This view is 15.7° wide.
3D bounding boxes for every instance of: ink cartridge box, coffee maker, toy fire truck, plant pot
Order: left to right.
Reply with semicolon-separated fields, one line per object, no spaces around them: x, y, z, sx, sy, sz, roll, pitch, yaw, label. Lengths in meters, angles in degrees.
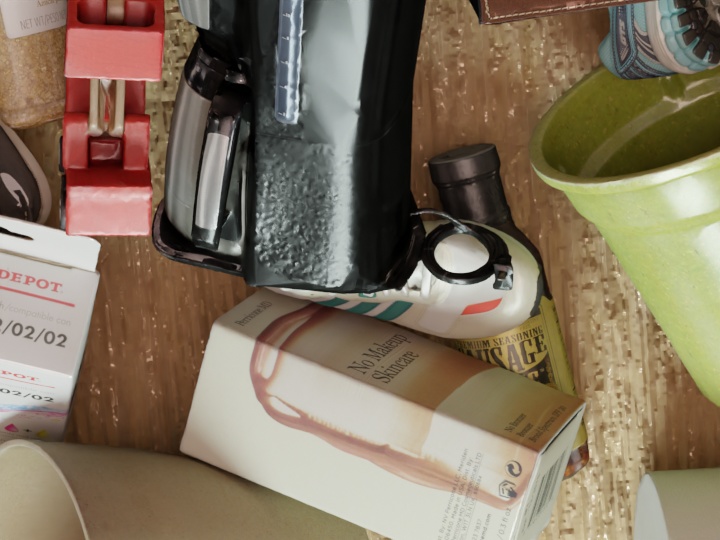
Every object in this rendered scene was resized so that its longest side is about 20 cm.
-0.210;0.036;1.443;0.115;0.200;0.068;13;66;-4;ink cartridge box
-0.132;-0.094;1.361;0.049;0.200;0.141;1;112;-7;toy fire truck
-0.098;0.182;1.485;0.200;0.187;0.187;-3;103;-31;plant pot
-0.010;-0.102;1.367;0.192;0.135;0.200;-1;123;-10;coffee maker
0.220;-0.026;1.462;0.200;0.200;0.184;-25;113;3;plant pot

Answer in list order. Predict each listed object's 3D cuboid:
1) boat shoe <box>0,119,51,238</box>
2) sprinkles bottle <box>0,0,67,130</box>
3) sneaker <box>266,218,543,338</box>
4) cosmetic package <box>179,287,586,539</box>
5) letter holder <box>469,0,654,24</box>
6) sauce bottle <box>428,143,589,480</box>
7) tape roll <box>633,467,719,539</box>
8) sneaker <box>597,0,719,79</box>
-0.250;-0.094;1.452;0.200;0.057;0.067;49;128;13;boat shoe
-0.205;-0.181;1.468;0.068;0.068;0.200;-11;102;1;sprinkles bottle
0.000;0.000;1.463;0.200;0.093;0.070;16;106;22;sneaker
0.013;0.088;1.474;0.200;0.103;0.087;20;111;13;cosmetic package
0.115;-0.245;1.366;0.142;0.101;0.200;-8;111;-2;letter holder
0.081;0.027;1.519;0.066;0.066;0.200;-17;101;2;sauce bottle
0.237;0.211;1.491;0.139;0.203;0.203;-3;101;0;tape roll
0.153;-0.201;1.459;0.078;0.086;0.200;11;69;-43;sneaker
